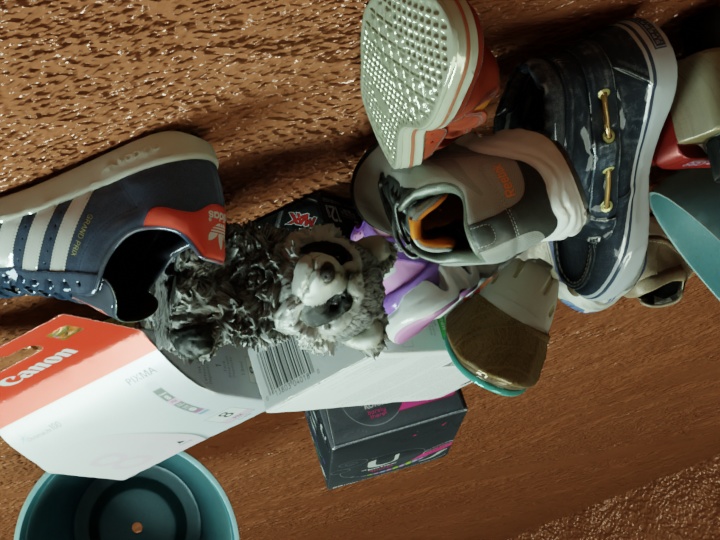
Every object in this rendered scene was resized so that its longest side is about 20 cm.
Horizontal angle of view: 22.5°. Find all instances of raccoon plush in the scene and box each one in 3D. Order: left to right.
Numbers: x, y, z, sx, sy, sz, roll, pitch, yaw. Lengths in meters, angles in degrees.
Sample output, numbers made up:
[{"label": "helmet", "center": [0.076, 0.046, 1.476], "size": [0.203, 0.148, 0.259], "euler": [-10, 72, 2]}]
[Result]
[{"label": "raccoon plush", "center": [-0.058, 0.002, 1.110], "size": [0.133, 0.097, 0.200], "euler": [6, -172, -15]}]

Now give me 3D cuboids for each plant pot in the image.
[{"label": "plant pot", "center": [-0.211, 0.247, 1.680], "size": [0.199, 0.201, 0.188], "euler": [-16, -179, -4]}, {"label": "plant pot", "center": [0.326, -0.027, 1.321], "size": [0.135, 0.200, 0.200], "euler": [-42, 164, -1]}]

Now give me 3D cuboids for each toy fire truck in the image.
[{"label": "toy fire truck", "center": [0.216, -0.071, 1.137], "size": [0.175, 0.130, 0.200], "euler": [-5, 170, -40]}]

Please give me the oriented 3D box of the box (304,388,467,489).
[{"label": "box", "center": [0.015, 0.111, 1.575], "size": [0.121, 0.107, 0.200], "euler": [-16, 165, -6]}]

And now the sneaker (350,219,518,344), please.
[{"label": "sneaker", "center": [0.071, -0.040, 1.161], "size": [0.200, 0.089, 0.080], "euler": [-35, 174, -32]}]

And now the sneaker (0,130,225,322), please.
[{"label": "sneaker", "center": [-0.161, -0.003, 1.003], "size": [0.199, 0.085, 0.075], "euler": [-24, 164, 23]}]

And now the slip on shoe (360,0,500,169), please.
[{"label": "slip on shoe", "center": [0.039, -0.102, 0.907], "size": [0.061, 0.074, 0.200], "euler": [-24, 171, -7]}]

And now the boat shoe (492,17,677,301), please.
[{"label": "boat shoe", "center": [0.119, -0.054, 1.056], "size": [0.090, 0.071, 0.201], "euler": [-18, 137, -22]}]

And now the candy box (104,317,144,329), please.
[{"label": "candy box", "center": [-0.110, 0.049, 1.304], "size": [0.199, 0.056, 0.115], "euler": [-23, 163, 25]}]

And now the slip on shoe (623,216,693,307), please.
[{"label": "slip on shoe", "center": [0.251, 0.004, 1.543], "size": [0.076, 0.061, 0.200], "euler": [-20, 165, 11]}]

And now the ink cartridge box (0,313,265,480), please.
[{"label": "ink cartridge box", "center": [-0.177, 0.090, 1.214], "size": [0.162, 0.057, 0.199], "euler": [-27, 160, 31]}]

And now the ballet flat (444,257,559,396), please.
[{"label": "ballet flat", "center": [0.096, 0.027, 1.122], "size": [0.073, 0.068, 0.200], "euler": [-59, 173, 8]}]

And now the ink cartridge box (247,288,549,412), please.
[{"label": "ink cartridge box", "center": [0.030, 0.052, 1.242], "size": [0.109, 0.051, 0.199], "euler": [-29, 162, 35]}]

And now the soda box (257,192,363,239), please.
[{"label": "soda box", "center": [0.000, 0.000, 1.240], "size": [0.070, 0.064, 0.200], "euler": [-24, 165, 23]}]

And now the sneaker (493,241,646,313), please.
[{"label": "sneaker", "center": [0.176, -0.018, 1.352], "size": [0.088, 0.076, 0.199], "euler": [-27, 163, 33]}]

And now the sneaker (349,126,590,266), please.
[{"label": "sneaker", "center": [0.041, -0.041, 1.015], "size": [0.079, 0.074, 0.200], "euler": [-29, -164, -23]}]
